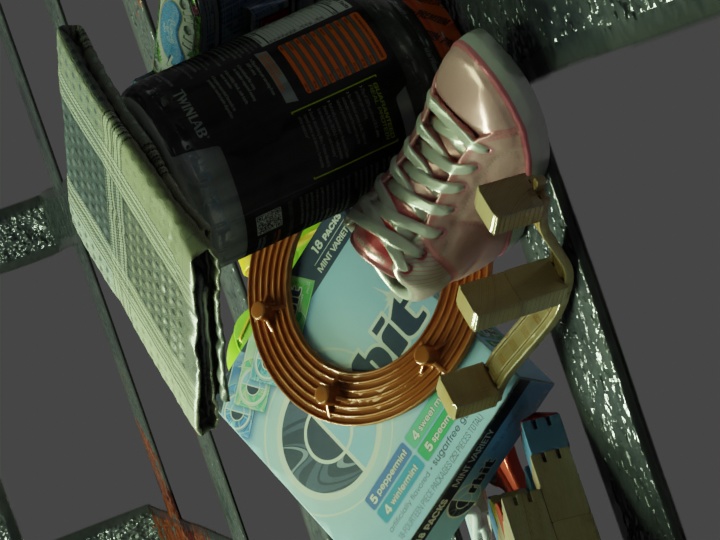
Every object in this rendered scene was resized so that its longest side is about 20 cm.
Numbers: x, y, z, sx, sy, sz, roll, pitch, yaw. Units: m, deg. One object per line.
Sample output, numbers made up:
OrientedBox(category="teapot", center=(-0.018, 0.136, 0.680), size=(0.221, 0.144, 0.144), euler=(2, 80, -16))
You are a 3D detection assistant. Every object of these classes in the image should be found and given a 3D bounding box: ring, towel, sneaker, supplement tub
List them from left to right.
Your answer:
OrientedBox(category="towel", center=(-0.127, -0.023, 1.399), size=(0.200, 0.034, 0.193), euler=(57, 159, 31))
OrientedBox(category="supplement tub", center=(-0.036, -0.091, 1.414), size=(0.123, 0.199, 0.123), euler=(55, 160, 31))
OrientedBox(category="ring", center=(0.000, 0.000, 1.514), size=(0.200, 0.019, 0.201), euler=(-8, 77, 38))
OrientedBox(category="sneaker", center=(0.046, -0.049, 1.356), size=(0.075, 0.104, 0.200), euler=(49, 160, 24))

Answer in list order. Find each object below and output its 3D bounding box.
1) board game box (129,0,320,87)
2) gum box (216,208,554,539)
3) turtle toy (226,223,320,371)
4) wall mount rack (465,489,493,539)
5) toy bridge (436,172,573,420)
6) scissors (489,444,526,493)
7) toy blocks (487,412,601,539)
OrientedBox(category="board game box", center=(-0.078, -0.128, 1.506), size=(0.062, 0.200, 0.200), euler=(41, 144, 25))
OrientedBox(category="gum box", center=(0.009, 0.080, 1.532), size=(0.200, 0.044, 0.170), euler=(43, 110, 35))
OrientedBox(category="turtle toy", center=(-0.022, 0.029, 1.657), size=(0.101, 0.200, 0.146), euler=(8, -124, -56))
OrientedBox(category="wall mount rack", center=(0.046, 0.169, 1.674), size=(0.174, 0.074, 0.201), euler=(88, 170, -53))
OrientedBox(category="toy bridge", center=(0.090, 0.012, 1.366), size=(0.200, 0.067, 0.027), euler=(99, 148, -50))
OrientedBox(category="scissors", center=(0.115, 0.160, 1.585), size=(0.200, 0.014, 0.073), euler=(-123, 21, -47))
OrientedBox(category="toy blocks", center=(0.119, 0.183, 1.471), size=(0.200, 0.100, 0.137), euler=(80, 175, -51))
